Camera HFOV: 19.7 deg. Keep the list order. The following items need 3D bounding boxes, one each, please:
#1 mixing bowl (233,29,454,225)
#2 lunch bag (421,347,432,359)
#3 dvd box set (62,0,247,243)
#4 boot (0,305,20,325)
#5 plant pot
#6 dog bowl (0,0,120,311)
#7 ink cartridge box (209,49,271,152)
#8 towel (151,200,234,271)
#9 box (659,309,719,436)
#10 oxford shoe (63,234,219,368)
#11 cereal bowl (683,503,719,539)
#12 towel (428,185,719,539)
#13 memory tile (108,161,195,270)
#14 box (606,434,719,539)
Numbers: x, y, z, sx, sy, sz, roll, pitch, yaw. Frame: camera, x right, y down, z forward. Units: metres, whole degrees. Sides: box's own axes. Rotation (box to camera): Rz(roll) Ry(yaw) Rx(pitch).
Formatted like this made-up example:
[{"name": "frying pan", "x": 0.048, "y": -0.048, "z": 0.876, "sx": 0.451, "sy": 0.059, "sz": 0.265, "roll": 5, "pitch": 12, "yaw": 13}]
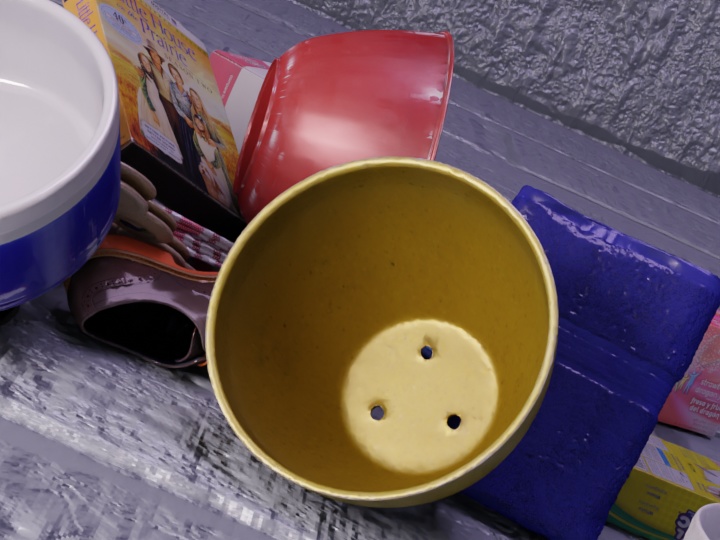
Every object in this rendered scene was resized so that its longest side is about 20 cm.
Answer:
[{"name": "mixing bowl", "x": -0.021, "y": -0.081, "z": 1.395, "sx": 0.108, "sy": 0.201, "sz": 0.200, "roll": 17, "pitch": 13, "yaw": -9}, {"name": "lunch bag", "x": 0.101, "y": 0.047, "z": 1.428, "sx": 0.200, "sy": 0.133, "sz": 0.136, "roll": 30, "pitch": -12, "yaw": 46}, {"name": "dvd box set", "x": -0.141, "y": -0.119, "z": 1.450, "sx": 0.146, "sy": 0.029, "sz": 0.201, "roll": 37, "pitch": 26, "yaw": -45}, {"name": "boot", "x": -0.282, "y": -0.039, "z": 1.237, "sx": 0.199, "sy": 0.068, "sz": 0.131, "roll": 23, "pitch": 18, "yaw": -3}, {"name": "plant pot", "x": 0.024, "y": 0.053, "z": 1.208, "sx": 0.199, "sy": 0.201, "sz": 0.142, "roll": 29, "pitch": -12, "yaw": 21}, {"name": "dog bowl", "x": -0.234, "y": -0.070, "z": 1.167, "sx": 0.199, "sy": 0.079, "sz": 0.201, "roll": 2, "pitch": 48, "yaw": -2}, {"name": "ink cartridge box", "x": -0.048, "y": -0.131, "z": 2.013, "sx": 0.200, "sy": 0.083, "sz": 0.146, "roll": 33, "pitch": 14, "yaw": 34}, {"name": "towel", "x": -0.087, "y": 0.006, "z": 1.431, "sx": 0.199, "sy": 0.030, "sz": 0.146, "roll": 28, "pitch": -6, "yaw": 9}, {"name": "box", "x": 0.217, "y": 0.056, "z": 1.719, "sx": 0.199, "sy": 0.095, "sz": 0.103, "roll": 17, "pitch": 15, "yaw": -31}, {"name": "oxford shoe", "x": -0.090, "y": 0.040, "z": 1.294, "sx": 0.199, "sy": 0.071, "sz": 0.073, "roll": 13, "pitch": 33, "yaw": -20}, {"name": "cereal bowl", "x": 0.262, "y": 0.215, "z": 1.172, "sx": 0.199, "sy": 0.084, "sz": 0.200, "roll": 24, "pitch": 12, "yaw": -6}, {"name": "towel", "x": 0.122, "y": 0.063, "z": 1.303, "sx": 0.147, "sy": 0.201, "sz": 0.050, "roll": 27, "pitch": -13, "yaw": 11}, {"name": "memory tile", "x": -0.181, "y": -0.042, "z": 1.325, "sx": 0.153, "sy": 0.017, "sz": 0.200, "roll": 23, "pitch": -17, "yaw": 15}, {"name": "box", "x": 0.256, "y": 0.171, "z": 1.437, "sx": 0.199, "sy": 0.049, "sz": 0.117, "roll": 21, "pitch": 12, "yaw": -7}]
